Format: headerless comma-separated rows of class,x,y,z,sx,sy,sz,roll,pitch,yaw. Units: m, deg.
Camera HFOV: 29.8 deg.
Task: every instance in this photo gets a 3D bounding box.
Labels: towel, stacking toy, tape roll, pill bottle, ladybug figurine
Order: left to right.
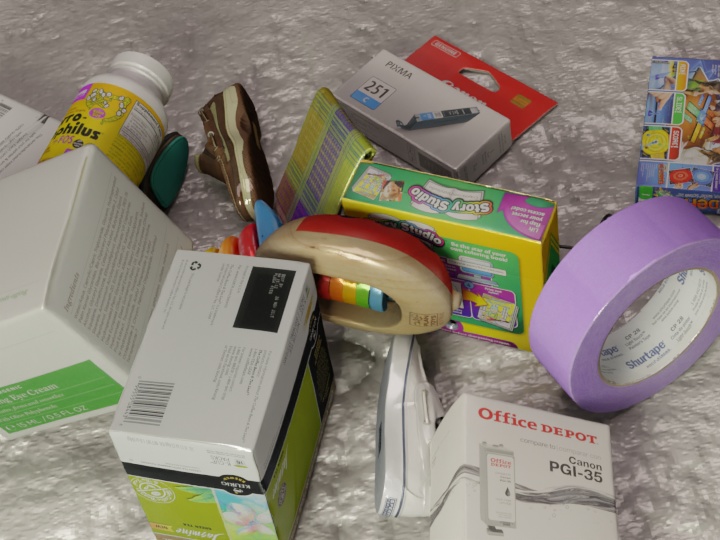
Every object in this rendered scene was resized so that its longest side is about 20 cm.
pill bottle,-0.270,-0.136,1.436,0.103,0.105,0.201,10,56,18
stacking toy,-0.156,0.025,1.378,0.198,0.110,0.117,-20,50,9
towel,-0.040,-0.100,1.401,0.023,0.145,0.200,17,17,-22
ladybug figurine,0.000,0.000,1.256,0.198,0.136,0.073,14,61,9
tape roll,0.250,0.033,1.221,0.199,0.201,0.066,-29,51,-14

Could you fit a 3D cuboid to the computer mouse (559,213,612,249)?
computer mouse,0.163,-0.024,1.391,0.198,0.044,0.111,12,58,12

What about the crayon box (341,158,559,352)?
crayon box,0.092,-0.012,1.305,0.198,0.173,0.059,13,54,20

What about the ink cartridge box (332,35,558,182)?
ink cartridge box,0.096,-0.196,1.543,0.199,0.045,0.176,34,64,31

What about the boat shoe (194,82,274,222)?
boat shoe,-0.147,-0.121,1.515,0.074,0.075,0.203,-22,43,9

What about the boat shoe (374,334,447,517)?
boat shoe,0.050,0.143,1.261,0.065,0.074,0.202,9,52,-6

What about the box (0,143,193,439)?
box,-0.299,0.024,1.305,0.197,0.171,0.202,-16,47,27

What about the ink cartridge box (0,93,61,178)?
ink cartridge box,-0.402,-0.109,1.532,0.199,0.085,0.146,25,58,28

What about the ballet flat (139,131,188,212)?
ballet flat,-0.245,-0.076,1.489,0.072,0.073,0.202,3,53,12

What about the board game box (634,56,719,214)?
board game box,0.372,-0.148,1.458,0.134,0.035,0.201,6,52,14

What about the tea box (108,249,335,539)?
tea box,-0.115,0.123,1.214,0.132,0.198,0.201,5,51,13

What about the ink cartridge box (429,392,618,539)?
ink cartridge box,0.136,0.217,1.136,0.145,0.083,0.202,13,49,-12
